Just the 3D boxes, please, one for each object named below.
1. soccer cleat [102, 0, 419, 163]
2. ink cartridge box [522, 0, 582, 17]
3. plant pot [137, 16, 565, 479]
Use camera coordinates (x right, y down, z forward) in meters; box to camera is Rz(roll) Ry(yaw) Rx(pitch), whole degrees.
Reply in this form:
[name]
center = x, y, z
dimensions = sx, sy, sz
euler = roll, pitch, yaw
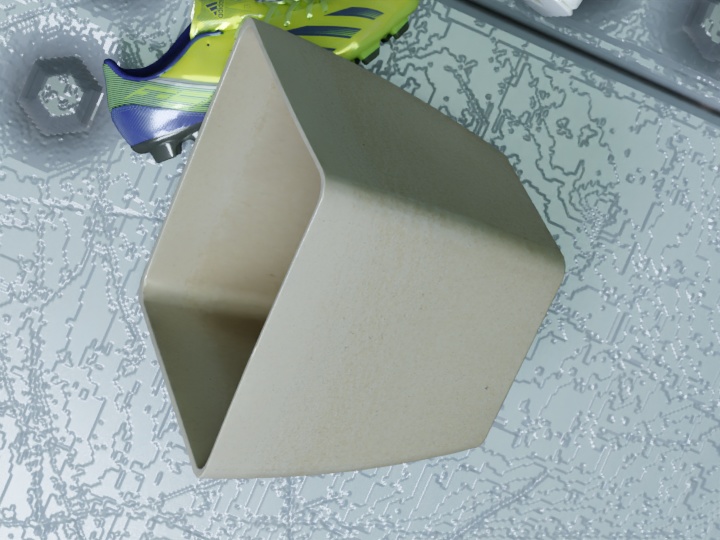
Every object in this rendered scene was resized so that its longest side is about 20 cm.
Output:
[soccer cleat]
center = -0.062, -0.137, 1.540
dimensions = 0.200, 0.065, 0.084
euler = -26, 95, 0
[ink cartridge box]
center = 0.143, -0.252, 1.500
dimensions = 0.087, 0.145, 0.200
euler = 34, 93, -5
[plant pot]
center = 0.000, 0.000, 1.479
dimensions = 0.177, 0.200, 0.200
euler = 12, 118, -24
